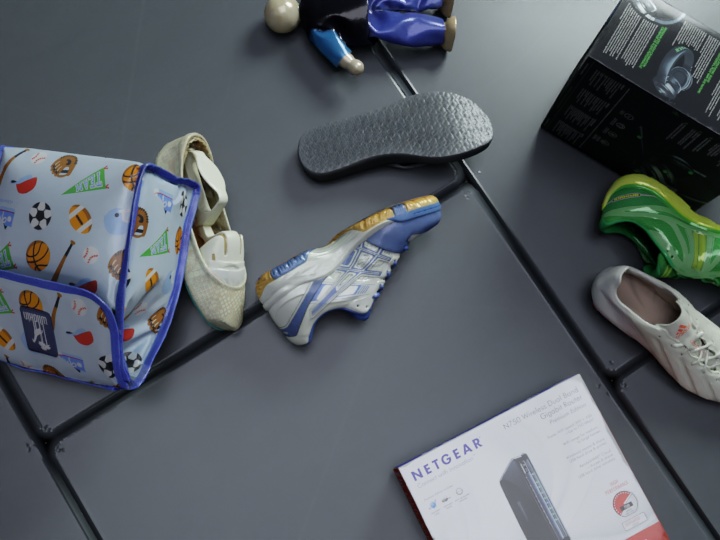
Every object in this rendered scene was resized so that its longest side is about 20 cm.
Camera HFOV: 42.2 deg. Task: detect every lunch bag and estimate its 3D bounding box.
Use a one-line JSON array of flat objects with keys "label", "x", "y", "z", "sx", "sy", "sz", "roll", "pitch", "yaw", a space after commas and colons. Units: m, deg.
[{"label": "lunch bag", "x": -0.257, "y": -0.002, "z": 0.848, "sx": 0.169, "sy": 0.124, "sz": 0.201, "roll": 10, "pitch": 88, "yaw": 21}]

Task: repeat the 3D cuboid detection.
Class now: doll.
[{"label": "doll", "x": -0.001, "y": -0.266, "z": 0.978, "sx": 0.199, "sy": 0.048, "sz": 0.137, "roll": 2, "pitch": 76, "yaw": -4}]

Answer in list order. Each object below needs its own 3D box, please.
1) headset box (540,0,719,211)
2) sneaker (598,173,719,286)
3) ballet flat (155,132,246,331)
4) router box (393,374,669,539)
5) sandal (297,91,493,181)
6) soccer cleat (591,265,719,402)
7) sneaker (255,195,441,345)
[{"label": "headset box", "x": 0.302, "y": -0.156, "z": 0.910, "sx": 0.200, "sy": 0.174, "sz": 0.093, "roll": 32, "pitch": 78, "yaw": 4}, {"label": "sneaker", "x": 0.327, "y": -0.015, "z": 0.935, "sx": 0.200, "sy": 0.074, "sz": 0.084, "roll": 33, "pitch": 75, "yaw": 13}, {"label": "ballet flat", "x": -0.148, "y": -0.041, "z": 0.902, "sx": 0.062, "sy": 0.067, "sz": 0.201, "roll": -29, "pitch": 77, "yaw": 35}, {"label": "router box", "x": 0.158, "y": 0.223, "z": 0.879, "sx": 0.199, "sy": 0.049, "sz": 0.180, "roll": -26, "pitch": 81, "yaw": -9}, {"label": "sandal", "x": 0.036, "y": -0.135, "z": 0.960, "sx": 0.199, "sy": 0.043, "sz": 0.076, "roll": -8, "pitch": 71, "yaw": 4}, {"label": "soccer cleat", "x": 0.314, "y": 0.065, "z": 0.911, "sx": 0.200, "sy": 0.078, "sz": 0.069, "roll": 35, "pitch": 77, "yaw": 4}, {"label": "sneaker", "x": 0.000, "y": 0.000, "z": 0.915, "sx": 0.200, "sy": 0.075, "sz": 0.088, "roll": -30, "pitch": 92, "yaw": -3}]
